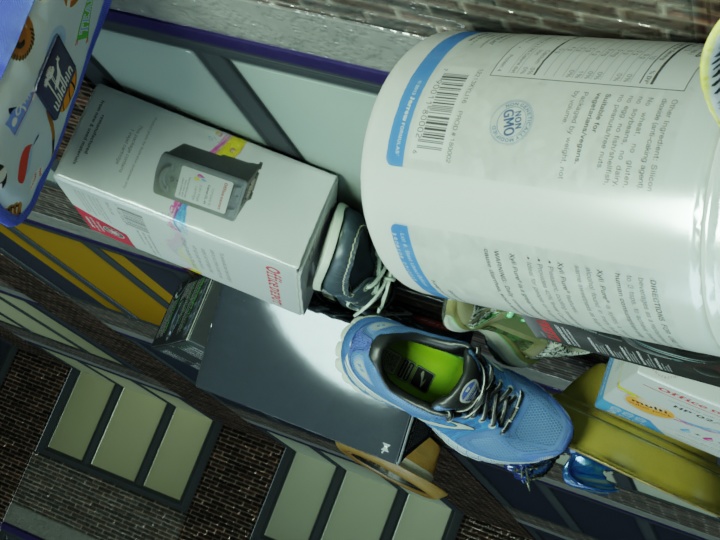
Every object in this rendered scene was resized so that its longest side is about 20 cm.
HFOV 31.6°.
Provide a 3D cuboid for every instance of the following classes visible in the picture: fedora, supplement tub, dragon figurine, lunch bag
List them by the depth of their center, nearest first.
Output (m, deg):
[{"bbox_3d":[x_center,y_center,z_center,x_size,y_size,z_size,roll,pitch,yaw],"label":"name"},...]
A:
[{"bbox_3d":[0.111,-0.039,0.580,0.198,0.133,0.132,13,163,37],"label":"supplement tub"},{"bbox_3d":[-0.223,-0.117,0.727,0.123,0.172,0.199,25,166,-26],"label":"lunch bag"},{"bbox_3d":[0.248,0.206,1.350,0.198,0.101,0.059,22,167,4],"label":"dragon figurine"},{"bbox_3d":[0.057,0.280,1.975,0.199,0.083,0.201,27,167,6],"label":"fedora"}]

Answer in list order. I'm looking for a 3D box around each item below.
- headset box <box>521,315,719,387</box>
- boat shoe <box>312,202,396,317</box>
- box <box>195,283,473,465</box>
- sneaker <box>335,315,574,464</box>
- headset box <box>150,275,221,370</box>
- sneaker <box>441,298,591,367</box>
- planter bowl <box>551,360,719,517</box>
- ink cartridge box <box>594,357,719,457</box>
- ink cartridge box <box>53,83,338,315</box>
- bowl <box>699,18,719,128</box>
[{"bbox_3d":[0.169,0.003,0.760,0.198,0.078,0.149,14,164,26],"label":"headset box"},{"bbox_3d":[0.000,0.000,1.020,0.061,0.076,0.200,22,168,6],"label":"boat shoe"},{"bbox_3d":[-0.017,0.078,1.157,0.198,0.105,0.182,19,-170,14],"label":"box"},{"bbox_3d":[0.078,0.097,0.966,0.198,0.079,0.089,23,175,-15],"label":"sneaker"},{"bbox_3d":[-0.133,0.081,1.496,0.173,0.094,0.200,27,165,-16],"label":"headset box"},{"bbox_3d":[0.124,0.022,0.943,0.088,0.078,0.200,3,165,29],"label":"sneaker"},{"bbox_3d":[0.238,0.132,1.088,0.198,0.084,0.200,24,178,1],"label":"planter bowl"},{"bbox_3d":[0.249,0.075,0.921,0.114,0.069,0.200,21,166,5],"label":"ink cartridge box"},{"bbox_3d":[-0.122,-0.052,0.996,0.198,0.087,0.148,20,166,3],"label":"ink cartridge box"},{"bbox_3d":[0.209,-0.074,0.368,0.198,0.095,0.201,21,166,6],"label":"bowl"}]
